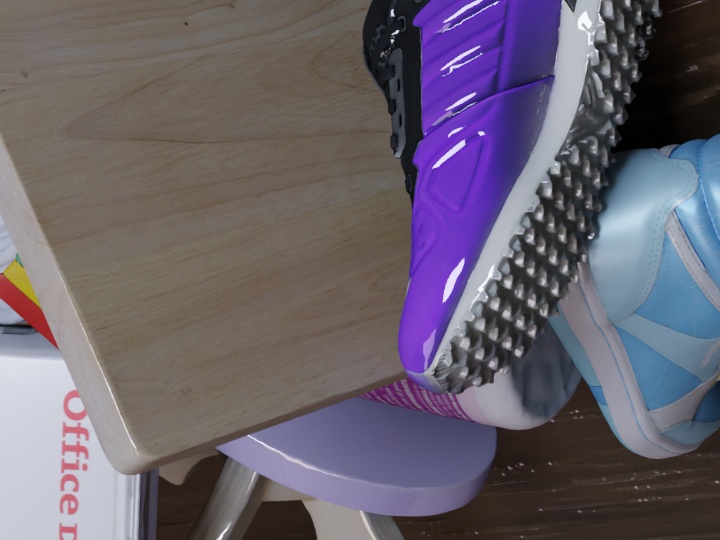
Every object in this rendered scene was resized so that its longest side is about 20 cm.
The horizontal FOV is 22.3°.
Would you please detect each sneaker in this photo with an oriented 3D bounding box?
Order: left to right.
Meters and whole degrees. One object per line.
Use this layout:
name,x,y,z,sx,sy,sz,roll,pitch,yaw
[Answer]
sneaker,0.040,-0.057,0.670,0.099,0.202,0.070,17,172,26
sneaker,0.154,0.013,0.747,0.129,0.080,0.200,-13,149,21

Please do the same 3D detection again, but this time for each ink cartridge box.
ink cartridge box,-0.191,0.097,0.822,0.197,0.085,0.148,4,97,3

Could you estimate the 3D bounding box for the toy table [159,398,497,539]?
toy table,-0.039,0.088,0.916,0.199,0.183,0.118,37,132,21

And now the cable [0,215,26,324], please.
cable,-0.154,-0.074,0.819,0.199,0.069,0.202,-8,95,51

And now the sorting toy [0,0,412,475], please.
sorting toy,-0.059,-0.034,0.682,0.069,0.199,0.200,-36,75,45

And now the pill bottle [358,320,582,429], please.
pill bottle,0.000,0.000,0.820,0.198,0.113,0.113,10,139,30
